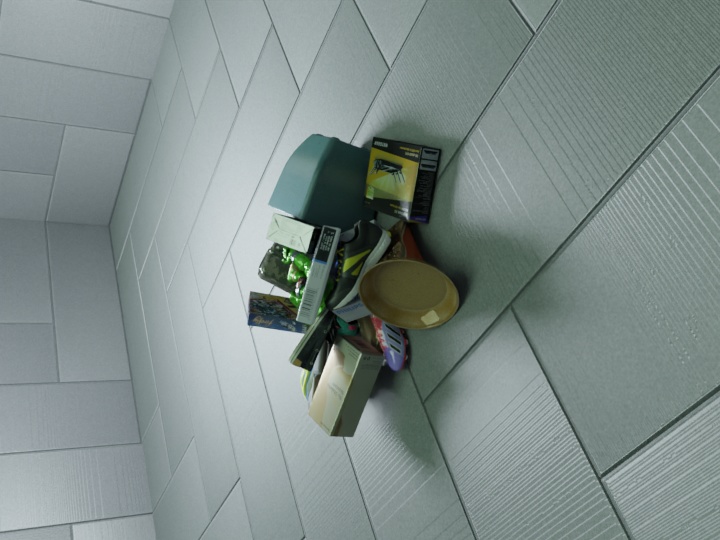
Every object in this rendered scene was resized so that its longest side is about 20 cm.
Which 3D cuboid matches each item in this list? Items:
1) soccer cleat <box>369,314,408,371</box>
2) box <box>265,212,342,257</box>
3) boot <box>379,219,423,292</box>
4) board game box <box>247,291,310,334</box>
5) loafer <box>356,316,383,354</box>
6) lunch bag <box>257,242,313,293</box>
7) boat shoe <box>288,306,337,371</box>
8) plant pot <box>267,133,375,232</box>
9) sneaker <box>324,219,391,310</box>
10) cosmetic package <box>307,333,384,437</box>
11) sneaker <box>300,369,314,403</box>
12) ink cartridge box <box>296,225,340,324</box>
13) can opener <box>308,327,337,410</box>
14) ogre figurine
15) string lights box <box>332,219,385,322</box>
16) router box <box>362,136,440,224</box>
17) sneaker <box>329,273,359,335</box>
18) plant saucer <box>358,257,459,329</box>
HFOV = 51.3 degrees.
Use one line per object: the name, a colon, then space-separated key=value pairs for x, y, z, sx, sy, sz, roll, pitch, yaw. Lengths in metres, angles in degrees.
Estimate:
soccer cleat: x=0.052 y=0.119 z=1.622 sx=0.067 sy=0.076 sz=0.202 roll=-30 pitch=62 yaw=56
box: x=-0.109 y=-0.075 z=1.693 sx=0.116 sy=0.200 sz=0.061 roll=20 pitch=95 yaw=27
boot: x=0.094 y=-0.030 z=1.565 sx=0.075 sy=0.107 sz=0.201 roll=-40 pitch=22 yaw=24
board game box: x=-0.180 y=0.108 z=1.860 sx=0.136 sy=0.198 sz=0.035 roll=-107 pitch=29 yaw=-68
loafer: x=0.014 y=0.099 z=1.695 sx=0.076 sy=0.067 sz=0.202 roll=-34 pitch=59 yaw=53
lunch bag: x=-0.166 y=-0.034 z=1.900 sx=0.169 sy=0.139 sz=0.200 roll=-64 pitch=4 yaw=-7
boat shoe: x=-0.078 y=0.131 z=1.629 sx=0.201 sy=0.062 sz=0.075 roll=-55 pitch=-4 yaw=-17
plant pot: x=-0.070 y=-0.206 z=1.758 sx=0.196 sy=0.195 sz=0.202 roll=26 pitch=100 yaw=57
sneaker: x=-0.022 y=-0.013 z=1.515 sx=0.201 sy=0.084 sz=0.074 roll=-56 pitch=14 yaw=-9
cosmetic package: x=-0.033 y=0.251 z=1.638 sx=0.105 sy=0.071 sz=0.201 roll=31 pitch=105 yaw=49
sneaker: x=-0.096 y=0.240 z=1.864 sx=0.105 sy=0.075 sz=0.202 roll=-9 pitch=79 yaw=58
ink cartridge box: x=-0.085 y=0.004 z=1.567 sx=0.200 sy=0.043 sz=0.200 roll=-106 pitch=32 yaw=-88
can opener: x=-0.095 y=0.227 z=1.730 sx=0.067 sy=0.053 sz=0.202 roll=-9 pitch=72 yaw=47
ogre figurine: x=-0.115 y=0.047 z=1.722 sx=0.119 sy=0.098 sz=0.202 roll=18 pitch=110 yaw=48
string lights box: x=0.000 y=0.000 z=1.610 sx=0.102 sy=0.059 sz=0.201 roll=-20 pitch=49 yaw=32
router box: x=0.084 y=-0.197 z=1.615 sx=0.200 sy=0.052 sz=0.159 roll=26 pitch=110 yaw=57
sneaker: x=-0.048 y=0.070 z=1.786 sx=0.121 sy=0.083 sz=0.201 roll=-52 pitch=52 yaw=50
plant saucer: x=0.096 y=0.038 z=1.471 sx=0.200 sy=0.199 sz=0.036 roll=-51 pitch=18 yaw=45
